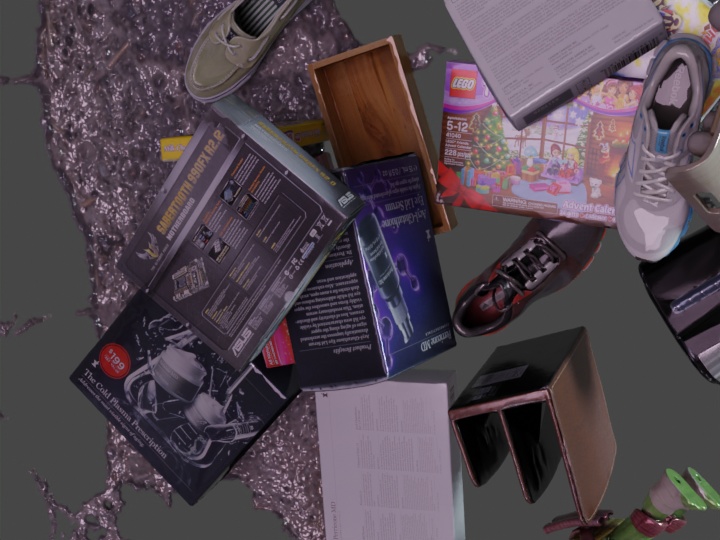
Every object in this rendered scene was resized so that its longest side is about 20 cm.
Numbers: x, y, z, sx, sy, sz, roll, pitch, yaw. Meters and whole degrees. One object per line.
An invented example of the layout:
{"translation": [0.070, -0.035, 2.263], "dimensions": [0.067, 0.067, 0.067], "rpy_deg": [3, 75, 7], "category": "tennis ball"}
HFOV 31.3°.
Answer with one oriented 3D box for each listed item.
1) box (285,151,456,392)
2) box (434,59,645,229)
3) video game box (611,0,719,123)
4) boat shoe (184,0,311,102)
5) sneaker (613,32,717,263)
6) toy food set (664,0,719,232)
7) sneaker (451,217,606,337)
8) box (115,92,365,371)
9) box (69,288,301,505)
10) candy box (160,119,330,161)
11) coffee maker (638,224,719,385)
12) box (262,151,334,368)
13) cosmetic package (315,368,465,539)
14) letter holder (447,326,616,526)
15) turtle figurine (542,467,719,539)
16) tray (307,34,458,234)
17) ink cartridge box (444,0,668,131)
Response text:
{"translation": [0.000, 0.000, 1.238], "dimensions": [0.103, 0.147, 0.203], "rpy_deg": [-10, 95, 32], "category": "box"}
{"translation": [0.173, -0.120, 1.209], "dimensions": [0.197, 0.039, 0.139], "rpy_deg": [9, 104, 19], "category": "box"}
{"translation": [0.244, -0.188, 1.213], "dimensions": [0.182, 0.047, 0.201], "rpy_deg": [38, 112, 6], "category": "video game box"}
{"translation": [-0.120, -0.251, 1.319], "dimensions": [0.072, 0.062, 0.200], "rpy_deg": [47, 114, 4], "category": "boat shoe"}
{"translation": [0.258, -0.104, 1.112], "dimensions": [0.074, 0.087, 0.203], "rpy_deg": [10, 103, 16], "category": "sneaker"}
{"translation": [0.315, -0.146, 1.081], "dimensions": [0.060, 0.143, 0.202], "rpy_deg": [15, 80, 37], "category": "toy food set"}
{"translation": [0.166, 0.003, 1.265], "dimensions": [0.077, 0.082, 0.200], "rpy_deg": [44, 113, 5], "category": "sneaker"}
{"translation": [-0.112, -0.032, 1.166], "dimensions": [0.158, 0.048, 0.201], "rpy_deg": [39, 118, 6], "category": "box"}
{"translation": [-0.182, 0.114, 1.406], "dimensions": [0.200, 0.104, 0.182], "rpy_deg": [44, 112, 5], "category": "box"}
{"translation": [-0.107, -0.130, 1.269], "dimensions": [0.101, 0.200, 0.027], "rpy_deg": [0, 100, 19], "category": "candy box"}
{"translation": [0.363, -0.022, 1.178], "dimensions": [0.199, 0.134, 0.194], "rpy_deg": [-32, 56, 23], "category": "coffee maker"}
{"translation": [-0.065, -0.011, 1.338], "dimensions": [0.098, 0.095, 0.203], "rpy_deg": [-11, 99, 23], "category": "box"}
{"translation": [0.032, 0.207, 1.379], "dimensions": [0.149, 0.052, 0.203], "rpy_deg": [1, 103, 18], "category": "cosmetic package"}
{"translation": [0.174, 0.157, 1.235], "dimensions": [0.099, 0.200, 0.144], "rpy_deg": [-15, 98, 22], "category": "letter holder"}
{"translation": [0.282, 0.299, 1.265], "dimensions": [0.143, 0.201, 0.194], "rpy_deg": [31, 111, -27], "category": "turtle figurine"}
{"translation": [0.024, -0.128, 1.311], "dimensions": [0.097, 0.037, 0.203], "rpy_deg": [-14, 97, 23], "category": "tray"}
{"translation": [0.161, -0.252, 1.172], "dimensions": [0.161, 0.050, 0.202], "rpy_deg": [-31, 68, 11], "category": "ink cartridge box"}
